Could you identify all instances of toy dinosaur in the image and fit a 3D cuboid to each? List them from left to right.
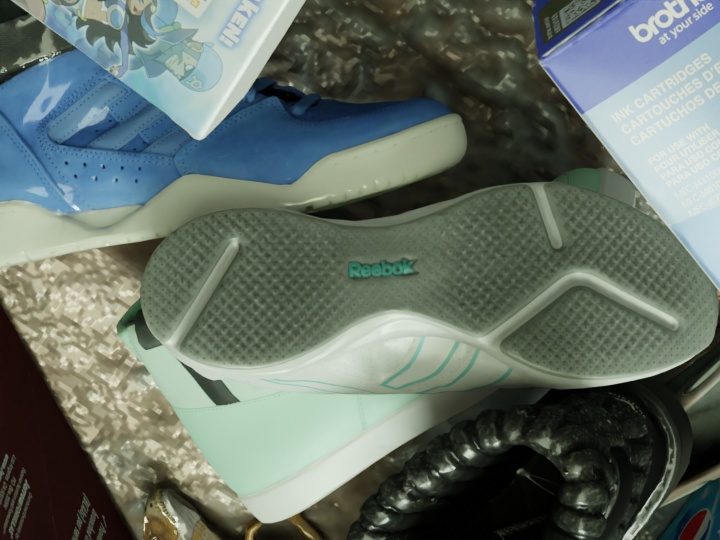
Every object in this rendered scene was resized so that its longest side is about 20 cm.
[{"bbox_3d":[-0.004,0.155,1.131,0.106,0.060,0.200,-46,78,18],"label":"toy dinosaur"}]

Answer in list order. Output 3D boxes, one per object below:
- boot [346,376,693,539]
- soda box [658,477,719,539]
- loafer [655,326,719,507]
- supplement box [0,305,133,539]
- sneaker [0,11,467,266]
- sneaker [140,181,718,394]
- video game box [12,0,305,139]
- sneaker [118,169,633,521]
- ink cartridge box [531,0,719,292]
[{"bbox_3d":[0.035,0.126,1.001,0.079,0.158,0.211,32,107,12],"label":"boot"},{"bbox_3d":[0.220,0.152,1.121,0.200,0.064,0.068,28,115,-11],"label":"soda box"},{"bbox_3d":[0.169,0.041,1.066,0.200,0.063,0.072,-32,111,18],"label":"loafer"},{"bbox_3d":[-0.180,0.136,1.061,0.133,0.197,0.200,-21,114,13],"label":"supplement box"},{"bbox_3d":[-0.066,-0.069,0.996,0.200,0.077,0.111,-10,91,13],"label":"sneaker"},{"bbox_3d":[0.024,0.010,0.970,0.200,0.080,0.070,1,76,-1],"label":"sneaker"},{"bbox_3d":[-0.072,-0.171,0.886,0.182,0.047,0.200,38,123,3],"label":"video game box"},{"bbox_3d":[0.000,0.000,1.043,0.200,0.074,0.118,-37,106,18],"label":"sneaker"},{"bbox_3d":[0.126,-0.069,0.971,0.076,0.136,0.200,-36,110,17],"label":"ink cartridge box"}]
